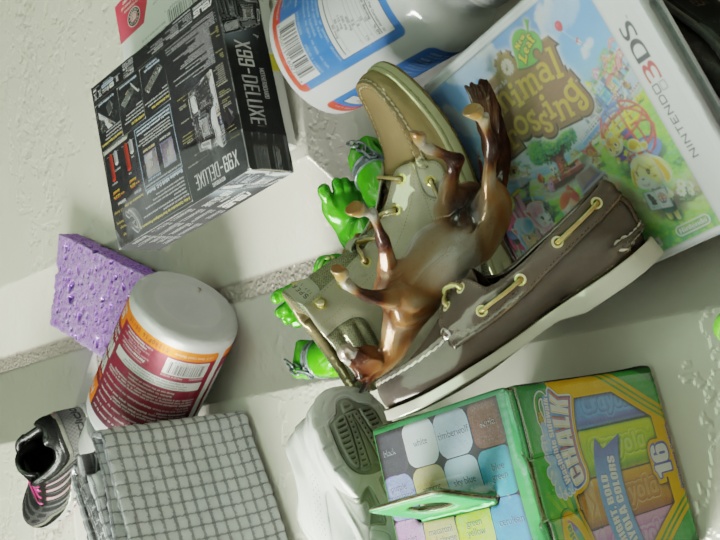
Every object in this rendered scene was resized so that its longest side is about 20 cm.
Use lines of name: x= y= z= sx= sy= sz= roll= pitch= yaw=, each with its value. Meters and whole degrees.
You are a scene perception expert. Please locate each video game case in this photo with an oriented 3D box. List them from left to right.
video game case: x=0.138 y=-0.083 z=0.672 sx=0.183 sy=0.022 sz=0.200 roll=61 pitch=146 yaw=2

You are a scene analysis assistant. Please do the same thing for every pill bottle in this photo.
pill bottle: x=-0.205 y=0.110 z=1.041 sx=0.110 sy=0.109 sz=0.201 roll=49 pitch=123 yaw=34
pill bottle: x=0.031 y=-0.203 z=0.791 sx=0.199 sy=0.111 sz=0.114 roll=-20 pitch=76 yaw=44

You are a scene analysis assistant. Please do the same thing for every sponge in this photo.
sponge: x=-0.285 y=0.036 z=1.182 sx=0.199 sy=0.030 sz=0.113 roll=21 pitch=105 yaw=45

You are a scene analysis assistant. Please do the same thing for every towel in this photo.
towel: x=-0.162 y=0.237 z=0.959 sx=0.086 sy=0.164 sz=0.202 roll=-45 pitch=59 yaw=43

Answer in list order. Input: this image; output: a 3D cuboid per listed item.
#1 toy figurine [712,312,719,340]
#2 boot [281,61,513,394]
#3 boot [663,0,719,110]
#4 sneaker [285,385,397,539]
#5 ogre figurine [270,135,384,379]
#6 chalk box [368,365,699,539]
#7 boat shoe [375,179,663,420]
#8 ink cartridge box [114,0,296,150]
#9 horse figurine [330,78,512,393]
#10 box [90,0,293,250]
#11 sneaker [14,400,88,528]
toy figurine: x=0.259 y=-0.075 z=0.538 sx=0.198 sy=0.150 sz=0.186 roll=-17 pitch=64 yaw=21
boot: x=0.009 y=-0.027 z=0.739 sx=0.202 sy=0.154 sz=0.072 roll=62 pitch=168 yaw=-13
boot: x=0.177 y=-0.103 z=0.682 sx=0.201 sy=0.069 sz=0.175 roll=59 pitch=137 yaw=23
sneaker: x=0.006 y=0.185 z=0.724 sx=0.099 sy=0.077 sz=0.202 roll=-43 pitch=63 yaw=51
ogre figurine: x=0.000 y=0.000 z=0.841 sx=0.201 sy=0.098 sz=0.120 roll=-57 pitch=32 yaw=-5
chalk box: x=0.097 y=0.140 z=0.658 sx=0.124 sy=0.198 sz=0.125 roll=-25 pitch=73 yaw=44
boat shoe: x=0.087 y=0.022 z=0.654 sx=0.199 sy=0.072 sz=0.060 roll=-35 pitch=88 yaw=15
ink cartridge box: x=-0.149 y=-0.185 z=1.000 sx=0.144 sy=0.083 sz=0.203 roll=-23 pitch=73 yaw=43
horse figurine: x=0.046 y=-0.024 z=0.675 sx=0.050 sy=0.133 sz=0.201 roll=27 pitch=72 yaw=37
box: x=-0.150 y=-0.123 z=0.907 sx=0.199 sy=0.049 sz=0.160 roll=-25 pitch=73 yaw=42
sneaker: x=-0.367 y=0.228 z=1.227 sx=0.074 sy=0.087 sz=0.201 roll=55 pitch=127 yaw=31
